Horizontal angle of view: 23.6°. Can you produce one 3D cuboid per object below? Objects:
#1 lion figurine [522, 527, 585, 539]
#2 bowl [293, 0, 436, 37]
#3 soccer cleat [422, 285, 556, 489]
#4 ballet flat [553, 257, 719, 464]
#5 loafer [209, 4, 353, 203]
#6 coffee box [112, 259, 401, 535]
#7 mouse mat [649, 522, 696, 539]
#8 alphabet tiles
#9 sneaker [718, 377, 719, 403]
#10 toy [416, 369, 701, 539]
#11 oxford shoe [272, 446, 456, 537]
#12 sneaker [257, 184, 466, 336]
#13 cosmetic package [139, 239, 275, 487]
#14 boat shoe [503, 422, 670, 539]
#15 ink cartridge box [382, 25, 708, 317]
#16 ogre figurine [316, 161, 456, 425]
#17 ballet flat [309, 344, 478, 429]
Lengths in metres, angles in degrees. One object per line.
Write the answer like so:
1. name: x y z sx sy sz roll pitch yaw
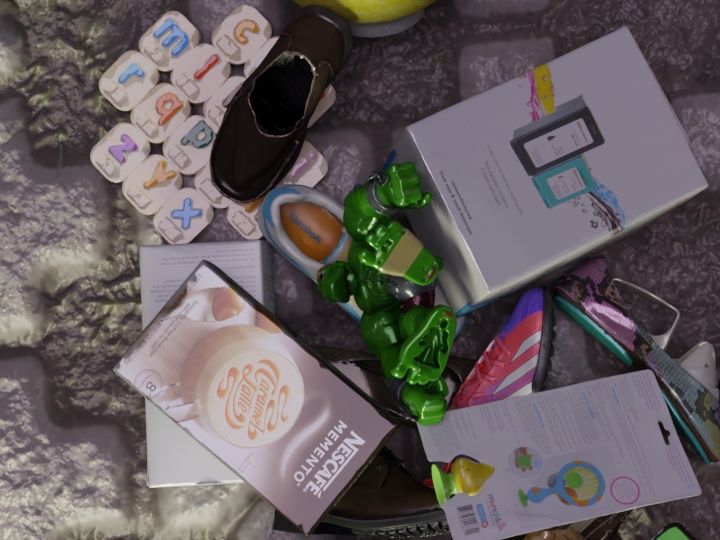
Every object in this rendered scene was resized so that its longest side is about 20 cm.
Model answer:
1. lion figurine: 0.138 0.291 1.373 0.072 0.122 0.200 37 108 41
2. bowl: 0.010 -0.260 1.433 0.200 0.200 0.108 -6 128 3
3. soccer cleat: 0.108 0.105 1.409 0.073 0.068 0.200 14 102 -2
4. ballet flat: 0.246 0.066 1.427 0.071 0.069 0.200 -41 75 -3
5. loafer: -0.078 -0.128 1.406 0.073 0.071 0.200 32 127 3
6. coffee box: -0.079 0.099 1.358 0.200 0.080 0.114 39 88 5
7. mouse mat: 0.207 0.294 1.384 0.200 0.161 0.008 -47 52 -1
8. alphabet tiles: -0.127 -0.125 1.491 0.196 0.015 0.200 -45 85 1
9. sneaker: 0.355 0.040 1.426 0.078 0.066 0.200 20 88 1
10. toy: 0.151 0.153 1.354 0.200 0.047 0.115 -9 58 -14
11. oxford shoe: 0.013 0.176 1.405 0.200 0.073 0.085 -1 80 31
12. sneaker: 0.000 0.000 1.440 0.200 0.081 0.077 33 88 -4
13. cosmetic package: -0.125 0.078 1.444 0.107 0.085 0.201 -2 87 4
14. boat shoe: 0.183 0.206 1.434 0.202 0.075 0.075 -36 119 -1
15. ink cartridge box: 0.145 -0.076 1.388 0.200 0.147 0.146 -25 85 -11
16. ogre figurine: 0.026 0.012 1.350 0.098 0.120 0.200 -32 110 -11
17. ballet flat: 0.028 0.097 1.450 0.200 0.046 0.068 10 86 1
